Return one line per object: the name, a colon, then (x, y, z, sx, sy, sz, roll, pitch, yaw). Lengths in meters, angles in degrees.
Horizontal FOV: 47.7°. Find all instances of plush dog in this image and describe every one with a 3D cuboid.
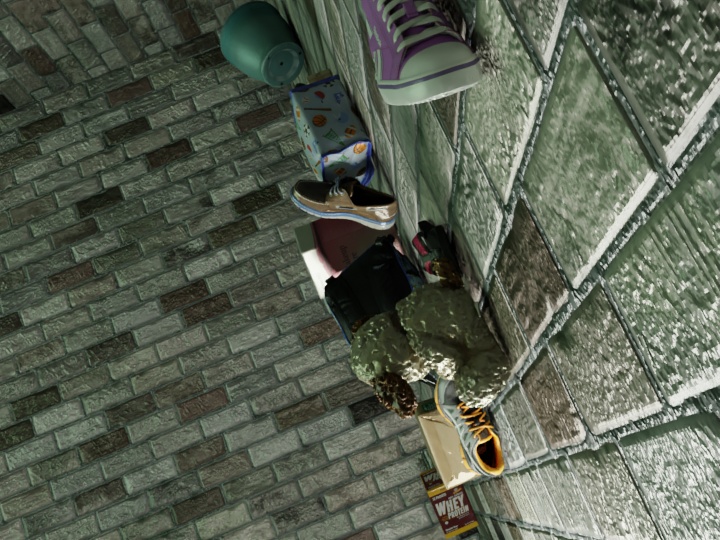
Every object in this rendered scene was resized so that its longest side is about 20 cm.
plush dog: (0.067, 0.085, 1.011, 0.161, 0.171, 0.200, 59, -178, -31)

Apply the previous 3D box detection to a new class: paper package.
paper package: (0.204, 0.394, 1.909, 0.200, 0.103, 0.191, 89, 158, -86)

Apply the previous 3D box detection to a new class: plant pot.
plant pot: (-0.256, -0.610, 2.246, 0.188, 0.200, 0.200, 47, 166, 35)

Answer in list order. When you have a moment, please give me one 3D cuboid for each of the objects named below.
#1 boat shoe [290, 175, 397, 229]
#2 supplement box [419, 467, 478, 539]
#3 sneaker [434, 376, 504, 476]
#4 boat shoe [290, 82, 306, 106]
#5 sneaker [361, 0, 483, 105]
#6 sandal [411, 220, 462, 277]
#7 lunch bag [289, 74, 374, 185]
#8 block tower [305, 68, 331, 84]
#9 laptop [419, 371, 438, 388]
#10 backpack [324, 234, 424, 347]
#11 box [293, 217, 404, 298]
boat shoe: (-0.028, -0.137, 1.481, 0.072, 0.199, 0.072, 106, 175, -53)
supplement box: (0.333, 0.868, 3.098, 0.197, 0.132, 0.201, -127, 14, -82)
sneaker: (0.190, 0.254, 1.361, 0.201, 0.078, 0.077, 65, 165, -9)
boat shoe: (-0.147, -0.479, 2.414, 0.201, 0.073, 0.063, 51, -130, -62)
sneaker: (0.031, -0.198, 0.626, 0.201, 0.072, 0.115, -116, 7, -63)
sandal: (0.095, -0.025, 1.099, 0.200, 0.045, 0.075, -123, 11, -79)
lunch bag: (-0.051, -0.242, 1.563, 0.200, 0.123, 0.170, 92, 158, -64)
block tower: (-0.053, -0.319, 1.722, 0.054, 0.058, 0.201, -164, 54, -87)
laptop: (0.128, 0.172, 1.831, 0.200, 0.103, 0.177, 41, 166, -33)
backpack: (0.050, 0.072, 1.549, 0.147, 0.183, 0.200, 36, -160, -45)
box: (-0.022, -0.049, 1.703, 0.109, 0.199, 0.128, -114, 2, -57)
